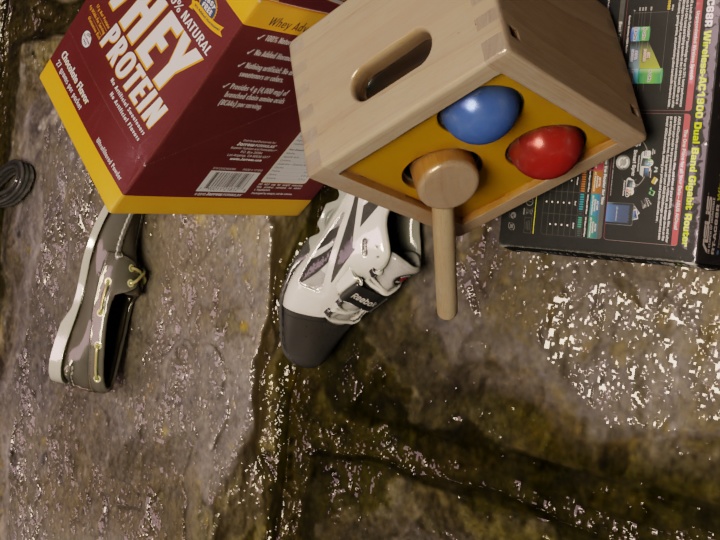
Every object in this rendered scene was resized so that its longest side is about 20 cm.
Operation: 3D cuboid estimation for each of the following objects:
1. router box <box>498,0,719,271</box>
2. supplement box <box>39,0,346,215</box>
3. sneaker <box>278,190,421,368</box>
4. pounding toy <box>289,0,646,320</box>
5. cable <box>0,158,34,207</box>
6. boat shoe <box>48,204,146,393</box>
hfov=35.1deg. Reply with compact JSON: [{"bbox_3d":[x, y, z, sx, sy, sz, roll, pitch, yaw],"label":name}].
[{"bbox_3d":[0.181,-0.106,0.780,0.149,0.062,0.202,7,93,39],"label":"router box"},{"bbox_3d":[-0.086,-0.155,0.830,0.200,0.196,0.133,-47,63,31],"label":"supplement box"},{"bbox_3d":[0.000,0.000,0.910,0.088,0.074,0.201,34,109,36],"label":"sneaker"},{"bbox_3d":[0.063,-0.084,0.735,0.199,0.183,0.143,-28,59,35],"label":"pounding toy"},{"bbox_3d":[-0.431,-0.061,1.285,0.200,0.050,0.098,-40,48,17],"label":"cable"},{"bbox_3d":[-0.241,0.018,1.104,0.060,0.072,0.203,17,88,8],"label":"boat shoe"}]
